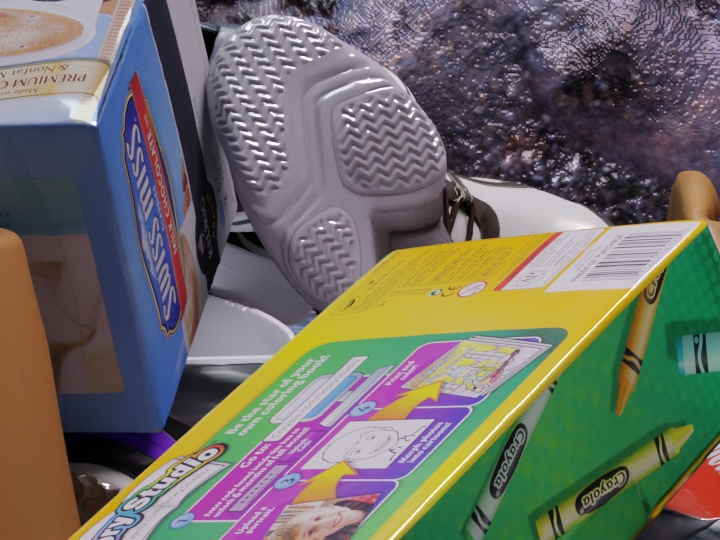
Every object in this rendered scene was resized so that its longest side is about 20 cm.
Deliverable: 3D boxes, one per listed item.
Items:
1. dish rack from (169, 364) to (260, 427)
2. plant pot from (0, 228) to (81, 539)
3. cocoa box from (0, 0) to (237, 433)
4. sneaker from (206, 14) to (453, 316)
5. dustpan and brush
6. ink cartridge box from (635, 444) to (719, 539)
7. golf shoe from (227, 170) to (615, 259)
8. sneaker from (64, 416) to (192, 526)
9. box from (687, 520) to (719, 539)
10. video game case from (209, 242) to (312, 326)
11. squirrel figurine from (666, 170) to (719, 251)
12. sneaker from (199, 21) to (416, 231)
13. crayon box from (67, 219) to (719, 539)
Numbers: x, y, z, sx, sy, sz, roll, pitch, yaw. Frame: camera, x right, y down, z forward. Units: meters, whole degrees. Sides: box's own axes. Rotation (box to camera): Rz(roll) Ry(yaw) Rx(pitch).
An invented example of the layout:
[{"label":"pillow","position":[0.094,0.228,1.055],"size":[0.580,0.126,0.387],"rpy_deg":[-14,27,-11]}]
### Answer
[{"label":"dish rack","position":[-0.080,0.062,1.206],"size":[0.199,0.044,0.171],"rpy_deg":[-2,7,-37]},{"label":"plant pot","position":[-0.171,0.056,0.867],"size":[0.199,0.141,0.200],"rpy_deg":[2,3,0]},{"label":"cocoa box","position":[-0.159,-0.032,1.000],"size":[0.199,0.134,0.131],"rpy_deg":[-1,37,12]},{"label":"sneaker","position":[0.000,0.000,1.062],"size":[0.075,0.200,0.114],"rpy_deg":[-39,9,-17]},{"label":"dustpan and brush","position":[-0.132,0.011,1.148],"size":[0.139,0.058,0.200],"rpy_deg":[2,-4,-38]},{"label":"ink cartridge box","position":[0.059,0.062,0.923],"size":[0.199,0.057,0.163],"rpy_deg":[-30,9,-1]},{"label":"golf shoe","position":[0.020,-0.012,1.218],"size":[0.199,0.078,0.095],"rpy_deg":[6,-10,-3]},{"label":"sneaker","position":[-0.126,0.070,1.043],"size":[0.199,0.070,0.099],"rpy_deg":[14,28,29]},{"label":"box","position":[0.133,0.107,1.007],"size":[0.199,0.041,0.156],"rpy_deg":[0,5,-12]},{"label":"video game case","position":[-0.136,-0.008,1.233],"size":[0.181,0.023,0.200],"rpy_deg":[22,-14,-20]},{"label":"squirrel figurine","position":[0.232,0.055,1.389],"size":[0.186,0.142,0.200],"rpy_deg":[12,17,-6]},{"label":"sneaker","position":[-0.079,-0.064,1.154],"size":[0.199,0.079,0.079],"rpy_deg":[-1,-30,22]},{"label":"crayon box","position":[0.010,0.061,0.792],"size":[0.118,0.058,0.200],"rpy_deg":[-5,26,41]}]
